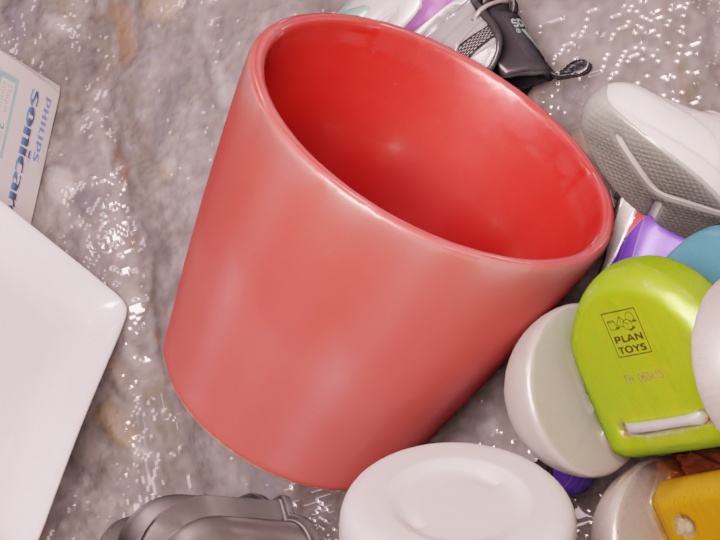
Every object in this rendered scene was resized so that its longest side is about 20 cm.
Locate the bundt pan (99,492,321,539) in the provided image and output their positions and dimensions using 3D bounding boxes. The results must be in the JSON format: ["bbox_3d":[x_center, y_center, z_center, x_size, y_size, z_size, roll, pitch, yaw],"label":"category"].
[{"bbox_3d":[-0.097,0.201,1.211,0.202,0.076,0.203,-37,44,46],"label":"bundt pan"}]

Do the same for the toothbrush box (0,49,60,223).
[{"bbox_3d":[-0.292,-0.059,1.415,0.199,0.085,0.147,8,80,24],"label":"toothbrush box"}]

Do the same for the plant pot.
[{"bbox_3d":[0.000,0.000,1.206,0.200,0.200,0.178,46,123,26],"label":"plant pot"}]

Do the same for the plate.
[{"bbox_3d":[-0.228,0.032,1.271,0.032,0.199,0.200,-31,28,36],"label":"plate"}]

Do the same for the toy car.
[{"bbox_3d":[0.182,0.068,1.136,0.175,0.150,0.200,-15,110,50],"label":"toy car"}]

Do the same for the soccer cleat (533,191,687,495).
[{"bbox_3d":[0.147,0.026,1.216,0.073,0.068,0.201,19,83,20],"label":"soccer cleat"}]

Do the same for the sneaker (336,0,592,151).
[{"bbox_3d":[0.068,-0.146,1.293,0.140,0.078,0.201,26,97,25],"label":"sneaker"}]

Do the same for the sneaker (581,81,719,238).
[{"bbox_3d":[0.197,-0.046,1.174,0.200,0.070,0.080,28,73,-15],"label":"sneaker"}]

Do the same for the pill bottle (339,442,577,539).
[{"bbox_3d":[0.044,0.191,1.149,0.110,0.111,0.201,17,124,26],"label":"pill bottle"}]
